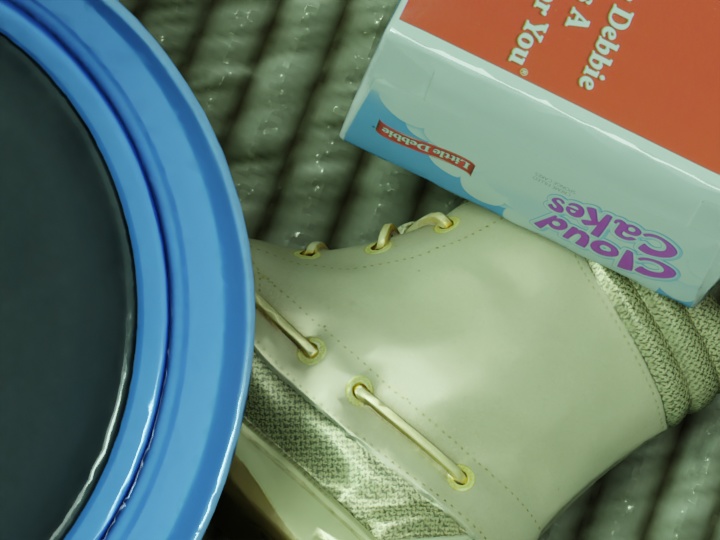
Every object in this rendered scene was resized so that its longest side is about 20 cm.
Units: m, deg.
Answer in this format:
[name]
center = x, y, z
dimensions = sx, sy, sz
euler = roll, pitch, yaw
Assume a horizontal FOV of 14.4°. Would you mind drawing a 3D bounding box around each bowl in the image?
[bowl]
center = -0.118, 0.017, 0.665
dimensions = 0.200, 0.039, 0.202
euler = -5, 99, -34

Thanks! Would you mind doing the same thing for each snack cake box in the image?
[snack cake box]
center = 0.088, -0.105, 0.815
dimensions = 0.114, 0.067, 0.201
euler = 26, 63, 0

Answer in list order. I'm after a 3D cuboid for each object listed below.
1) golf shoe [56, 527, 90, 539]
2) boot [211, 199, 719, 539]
[golf shoe]
center = -0.092, 0.108, 0.748
dimensions = 0.078, 0.097, 0.201
euler = 16, 55, -24
[boot]
center = 0.000, 0.000, 0.829
dimensions = 0.155, 0.073, 0.200
euler = -39, 76, -17
